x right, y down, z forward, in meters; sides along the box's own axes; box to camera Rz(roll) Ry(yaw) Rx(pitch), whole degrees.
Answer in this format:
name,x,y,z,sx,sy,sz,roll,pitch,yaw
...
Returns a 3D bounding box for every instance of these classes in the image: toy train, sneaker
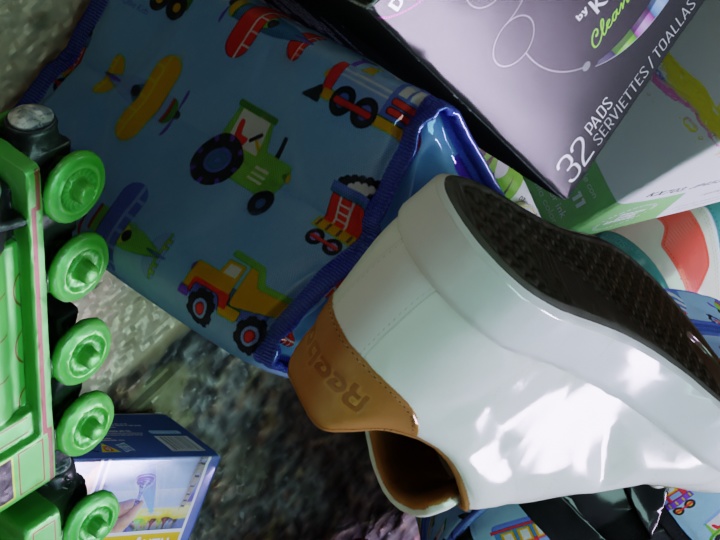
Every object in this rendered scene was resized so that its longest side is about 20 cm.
name,x,y,z,sx,sy,sz,roll,pitch,yaw
toy train,-0.105,0.040,0.702,0.056,0.042,0.200,-32,140,-35
sneaker,0.152,0.038,1.043,0.093,0.070,0.200,-38,138,-15
sneaker,0.049,0.035,0.674,0.085,0.073,0.200,-44,143,16

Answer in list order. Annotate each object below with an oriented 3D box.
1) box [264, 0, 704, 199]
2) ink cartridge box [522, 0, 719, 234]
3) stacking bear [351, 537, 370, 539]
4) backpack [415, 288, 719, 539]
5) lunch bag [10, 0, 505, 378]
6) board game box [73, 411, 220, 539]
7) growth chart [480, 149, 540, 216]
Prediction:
name,x,y,z,sx,sy,sz,roll,pitch,yaw
box,0.051,-0.154,0.738,0.200,0.124,0.149,-55,145,-1
ink cartridge box,0.156,-0.084,0.838,0.117,0.067,0.200,-14,167,-42
stacking bear,-0.018,0.176,0.891,0.122,0.114,0.200,61,24,-11
backpack,0.099,0.085,0.894,0.183,0.135,0.200,-32,139,9
lunch bag,0.000,0.000,0.759,0.094,0.151,0.200,-55,140,-3
board game box,-0.147,0.114,0.781,0.200,0.034,0.135,5,112,-50
growth chart,0.047,-0.027,0.920,0.145,0.018,0.200,16,103,-52
